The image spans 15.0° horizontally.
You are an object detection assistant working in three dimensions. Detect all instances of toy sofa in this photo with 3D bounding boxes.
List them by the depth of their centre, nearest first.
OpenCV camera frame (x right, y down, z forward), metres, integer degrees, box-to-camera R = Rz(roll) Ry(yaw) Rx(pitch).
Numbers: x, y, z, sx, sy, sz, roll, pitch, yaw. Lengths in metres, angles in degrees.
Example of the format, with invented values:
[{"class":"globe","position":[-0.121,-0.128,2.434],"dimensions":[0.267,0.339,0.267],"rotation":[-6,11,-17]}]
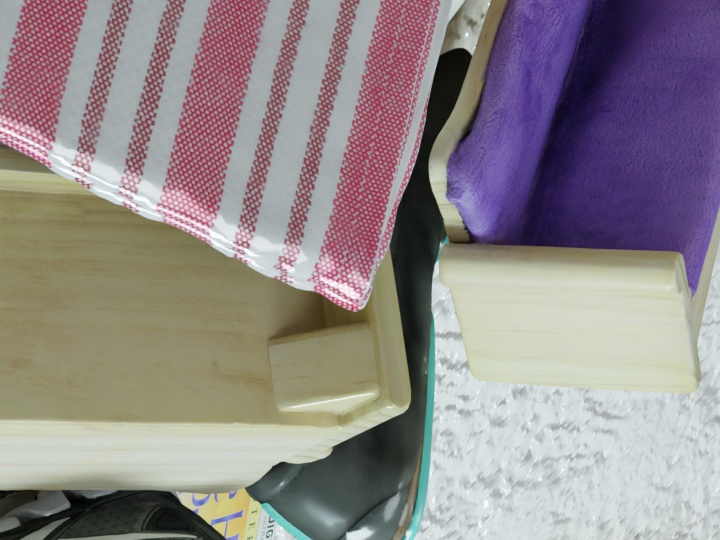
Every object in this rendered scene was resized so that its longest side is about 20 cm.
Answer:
[{"class":"toy sofa","position":[-0.093,0.013,0.803],"dimensions":[0.199,0.097,0.083],"rotation":[3,70,-34]},{"class":"toy sofa","position":[0.090,-0.061,0.952],"dimensions":[0.098,0.082,0.201],"rotation":[76,25,-44]}]

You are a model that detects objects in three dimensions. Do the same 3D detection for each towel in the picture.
[{"class":"towel","position":[-0.062,-0.089,0.770],"dimensions":[0.199,0.030,0.147],"rotation":[25,67,-27]}]

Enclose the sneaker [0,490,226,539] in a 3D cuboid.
[{"class":"sneaker","position":[-0.109,0.117,0.825],"dimensions":[0.199,0.090,0.067],"rotation":[-22,126,-40]}]

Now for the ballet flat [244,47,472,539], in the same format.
[{"class":"ballet flat","position":[0.000,0.000,0.933],"dimensions":[0.068,0.068,0.201],"rotation":[20,58,-17]}]

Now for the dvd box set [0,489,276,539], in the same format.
[{"class":"dvd box set","position":[-0.105,0.094,0.916],"dimensions":[0.199,0.029,0.147],"rotation":[-13,120,-46]}]

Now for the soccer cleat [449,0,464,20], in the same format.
[{"class":"soccer cleat","position":[-0.017,-0.084,0.890],"dimensions":[0.077,0.069,0.201],"rotation":[32,88,-50]}]
